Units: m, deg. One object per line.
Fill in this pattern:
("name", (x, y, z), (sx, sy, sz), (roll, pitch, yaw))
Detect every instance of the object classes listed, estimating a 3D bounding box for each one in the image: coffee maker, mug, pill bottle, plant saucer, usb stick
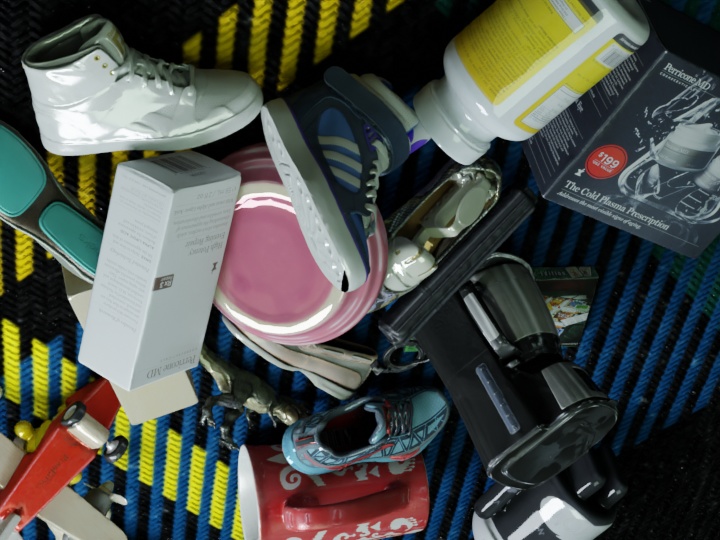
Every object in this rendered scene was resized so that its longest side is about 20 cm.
("coffee maker", (0.137, 0.116, 1.432), (0.134, 0.200, 0.192), (3, 137, -38))
("mug", (-0.026, 0.266, 1.610), (0.199, 0.178, 0.134), (-4, 120, -15))
("pill bottle", (0.144, -0.185, 1.252), (0.200, 0.112, 0.112), (-39, 129, 23))
("plant saucer", (-0.075, -0.018, 1.336), (0.200, 0.051, 0.201), (7, 113, 15))
("usb stick", (0.093, -0.006, 1.387), (0.033, 0.055, 0.200), (44, 87, -12))

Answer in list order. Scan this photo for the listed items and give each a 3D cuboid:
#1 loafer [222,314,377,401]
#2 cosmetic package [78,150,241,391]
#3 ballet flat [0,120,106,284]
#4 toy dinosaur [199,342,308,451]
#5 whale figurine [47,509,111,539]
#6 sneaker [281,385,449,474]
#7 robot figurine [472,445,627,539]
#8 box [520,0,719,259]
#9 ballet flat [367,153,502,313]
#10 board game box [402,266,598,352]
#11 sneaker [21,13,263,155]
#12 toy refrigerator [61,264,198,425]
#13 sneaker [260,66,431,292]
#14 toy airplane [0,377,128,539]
("loafer", (-0.060, 0.071, 1.492), (0.063, 0.072, 0.200), (-48, 134, 9))
("cosmetic package", (-0.182, -0.001, 1.295), (0.102, 0.074, 0.201), (-19, 129, -54))
("ballet flat", (-0.296, -0.060, 1.301), (0.200, 0.064, 0.067), (46, 74, -19))
("toy dinosaur", (-0.135, 0.137, 1.530), (0.047, 0.088, 0.200), (2, 148, 44))
("whale figurine", (-0.330, 0.356, 1.693), (0.158, 0.104, 0.201), (-3, 110, -9))
("sneaker", (0.020, 0.172, 1.546), (0.199, 0.080, 0.095), (-16, 171, -26))
("robot figurine", (0.224, 0.283, 1.716), (0.150, 0.125, 0.200), (44, 117, -2))
("box", (0.285, -0.132, 1.340), (0.199, 0.104, 0.182), (19, 125, -28))
("ballet flat", (0.062, -0.034, 1.357), (0.200, 0.072, 0.072), (-47, 130, -3))
("board game box", (0.148, 0.042, 1.533), (0.199, 0.024, 0.105), (-1, 134, -12))
("sneaker", (-0.187, -0.165, 1.224), (0.199, 0.074, 0.116), (-9, 138, -2))
("toy refrigerator", (-0.230, 0.059, 1.434), (0.076, 0.070, 0.200), (-19, 136, -3))
("sneaker", (0.011, -0.089, 1.256), (0.146, 0.201, 0.081), (-18, 154, -16))
("toy airplane", (-0.344, 0.214, 1.505), (0.198, 0.141, 0.201), (-6, 103, -21))
